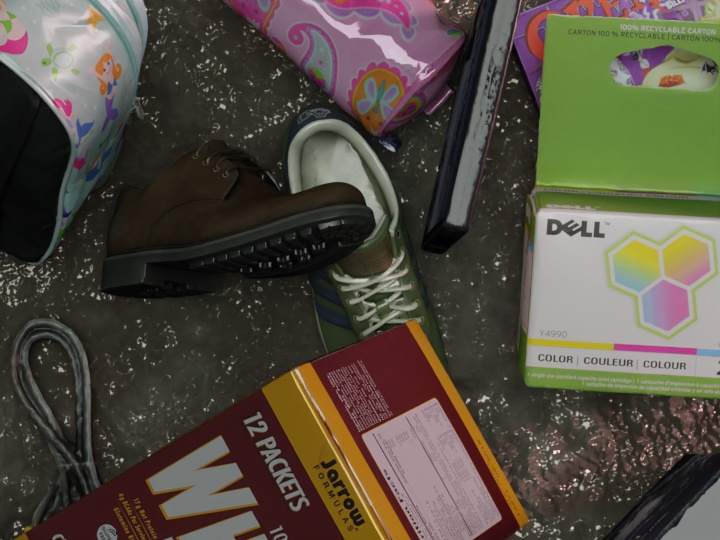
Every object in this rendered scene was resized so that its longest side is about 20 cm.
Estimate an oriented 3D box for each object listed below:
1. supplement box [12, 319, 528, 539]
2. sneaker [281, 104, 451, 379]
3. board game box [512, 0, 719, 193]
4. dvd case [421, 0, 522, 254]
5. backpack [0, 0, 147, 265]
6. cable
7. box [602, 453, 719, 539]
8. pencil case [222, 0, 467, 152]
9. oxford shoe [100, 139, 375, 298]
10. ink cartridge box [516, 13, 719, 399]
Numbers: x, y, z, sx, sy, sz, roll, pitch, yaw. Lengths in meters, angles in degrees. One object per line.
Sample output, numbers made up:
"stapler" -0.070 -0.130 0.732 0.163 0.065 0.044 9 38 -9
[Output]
"supplement box" -0.046 0.142 1.539 0.197 0.200 0.133 -31 85 19
"sneaker" 0.000 0.000 1.631 0.067 0.090 0.201 -19 86 -2
"board game box" 0.196 -0.126 1.672 0.199 0.032 0.121 -22 82 -1
"dvd case" 0.061 -0.085 1.582 0.017 0.200 0.144 13 87 -2
"backpack" -0.206 -0.116 1.591 0.177 0.200 0.151 31 66 4
"cable" -0.162 0.128 1.642 0.096 0.050 0.202 2 86 2
"box" 0.163 0.207 1.558 0.117 0.200 0.197 44 86 2
"pencil case" -0.027 -0.165 1.648 0.200 0.087 0.088 42 87 4
"oxford shoe" -0.073 -0.036 1.602 0.199 0.072 0.085 -7 77 41
"ink cartridge box" 0.167 -0.036 1.614 0.147 0.076 0.202 3 103 1
